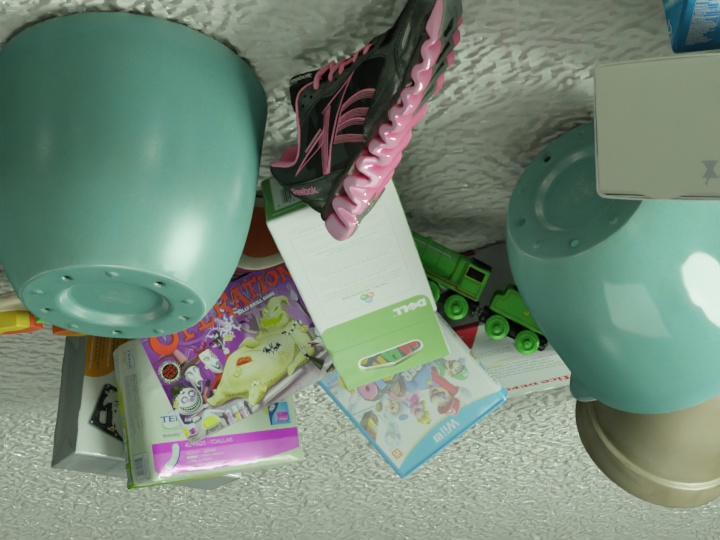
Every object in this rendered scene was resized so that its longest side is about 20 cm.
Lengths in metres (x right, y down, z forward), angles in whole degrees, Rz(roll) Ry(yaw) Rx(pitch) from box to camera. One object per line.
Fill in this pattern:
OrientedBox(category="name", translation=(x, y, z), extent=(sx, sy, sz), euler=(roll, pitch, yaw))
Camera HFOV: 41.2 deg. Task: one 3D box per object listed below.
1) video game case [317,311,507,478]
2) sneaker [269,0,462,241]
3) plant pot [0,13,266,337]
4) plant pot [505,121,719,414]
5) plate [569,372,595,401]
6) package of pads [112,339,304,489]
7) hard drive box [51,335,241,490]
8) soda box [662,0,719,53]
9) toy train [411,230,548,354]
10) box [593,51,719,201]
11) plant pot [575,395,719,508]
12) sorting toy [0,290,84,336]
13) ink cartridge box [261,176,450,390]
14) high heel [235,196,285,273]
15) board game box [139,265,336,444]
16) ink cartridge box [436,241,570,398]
OrientedBox(category="video game case", translation=(0.026, 0.088, 0.930), extent=(0.143, 0.200, 0.018), euler=(-41, -178, 23))
OrientedBox(category="sneaker", translation=(-0.004, -0.115, 0.644), extent=(0.095, 0.079, 0.201), euler=(35, 126, 6))
OrientedBox(category="plant pot", translation=(-0.165, -0.050, 0.673), extent=(0.196, 0.164, 0.201), euler=(-2, 155, -1))
OrientedBox(category="plant pot", translation=(0.204, -0.017, 0.739), extent=(0.198, 0.203, 0.161), euler=(-22, 134, 35))
OrientedBox(category="plate", translation=(0.248, 0.030, 0.866), extent=(0.025, 0.201, 0.200), euler=(38, 146, -3))
OrientedBox(category="package of pads", translation=(-0.164, 0.144, 1.045), extent=(0.197, 0.157, 0.068), euler=(0, 163, -40))
OrientedBox(category="hard drive box", translation=(-0.235, 0.152, 1.086), extent=(0.197, 0.159, 0.076), euler=(16, 149, -34))
OrientedBox(category="soda box", translation=(0.277, -0.180, 0.547), extent=(0.196, 0.069, 0.064), euler=(-4, 154, 6))
OrientedBox(category="toy train", translation=(0.085, 0.011, 0.863), extent=(0.197, 0.057, 0.042), euler=(27, -168, 4))
OrientedBox(category="box", translation=(0.238, -0.096, 0.588), extent=(0.198, 0.079, 0.094), euler=(-15, -166, -40))
OrientedBox(category="plant pot", translation=(0.361, 0.135, 1.075), extent=(0.196, 0.202, 0.175), euler=(2, 138, -8))
OrientedBox(category="sorting toy", translation=(-0.274, 0.039, 0.907), extent=(0.197, 0.037, 0.184), euler=(-6, 173, 30))
OrientedBox(category="ink cartridge box", translation=(0.000, 0.000, 0.801), extent=(0.102, 0.060, 0.202), euler=(-20, 129, 4))
OrientedBox(category="high heel", translation=(-0.126, -0.023, 0.866), extent=(0.196, 0.069, 0.096), euler=(-1, 170, 5))
OrientedBox(category="board game box", translation=(-0.093, 0.063, 0.888), extent=(0.197, 0.122, 0.032), euler=(-26, -174, -5))
OrientedBox(category="ink cartridge box", translation=(0.155, 0.056, 0.996), extent=(0.144, 0.084, 0.200), euler=(-16, 150, 25))
